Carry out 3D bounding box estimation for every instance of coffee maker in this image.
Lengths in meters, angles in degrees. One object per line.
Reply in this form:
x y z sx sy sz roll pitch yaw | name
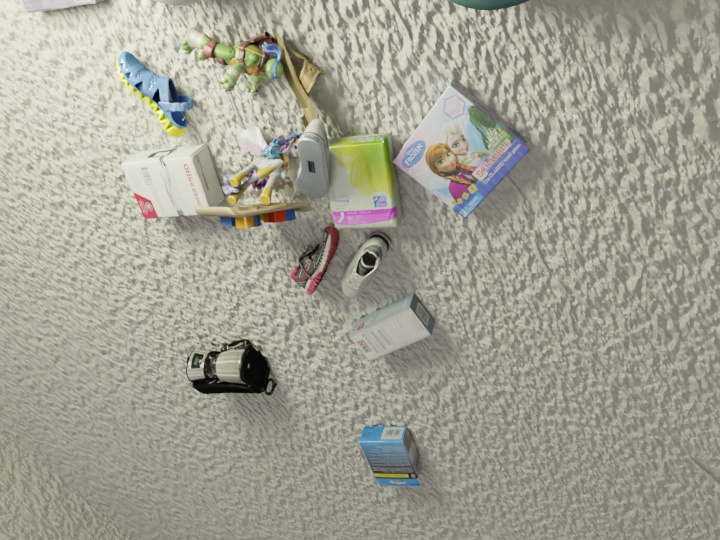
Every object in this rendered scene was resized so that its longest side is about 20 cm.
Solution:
-0.378 0.305 1.633 0.197 0.135 0.194 -5 122 22 | coffee maker

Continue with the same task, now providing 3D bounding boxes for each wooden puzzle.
-0.233 -0.121 1.226 0.184 0.198 0.047 9 104 50 | wooden puzzle

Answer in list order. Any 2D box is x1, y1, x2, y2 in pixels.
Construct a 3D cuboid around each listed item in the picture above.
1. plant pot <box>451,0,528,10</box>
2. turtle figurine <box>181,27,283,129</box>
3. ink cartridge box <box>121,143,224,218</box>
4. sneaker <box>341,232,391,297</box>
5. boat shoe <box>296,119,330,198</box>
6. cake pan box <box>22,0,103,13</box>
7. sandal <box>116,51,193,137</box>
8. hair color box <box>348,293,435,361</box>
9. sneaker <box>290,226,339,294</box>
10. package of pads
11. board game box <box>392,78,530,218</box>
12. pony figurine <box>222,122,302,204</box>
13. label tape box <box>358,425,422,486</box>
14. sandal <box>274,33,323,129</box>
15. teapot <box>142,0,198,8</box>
0.192 -0.495 0.882 0.201 0.201 0.134 50 152 -17 | plant pot
-0.256 -0.382 1.119 0.192 0.144 0.201 29 135 10 | turtle figurine
-0.441 -0.210 1.339 0.197 0.084 0.147 -1 122 19 | ink cartridge box
0.000 0.000 1.332 0.076 0.081 0.201 27 129 -2 | sneaker
-0.088 -0.221 1.139 0.073 0.066 0.201 18 154 0 | boat shoe
-0.627 -0.634 1.140 0.197 0.053 0.186 1 125 18 | cake pan box
-0.438 -0.394 1.225 0.086 0.080 0.200 -29 118 28 | sandal
0.077 0.146 1.415 0.199 0.061 0.099 -28 110 31 | hair color box
-0.111 -0.027 1.351 0.074 0.081 0.201 30 128 0 | sneaker
0.001 -0.188 1.211 0.152 0.068 0.203 0 120 19 | package of pads
0.198 -0.236 1.127 0.198 0.041 0.200 35 127 -6 | board game box
-0.206 -0.222 1.207 0.191 0.201 0.168 3 133 35 | pony figurine
0.096 0.556 1.684 0.141 0.066 0.202 -8 122 24 | label tape box
-0.103 -0.374 1.130 0.069 0.078 0.214 -22 98 -11 | sandal
-0.324 -0.560 1.027 0.200 0.198 0.146 43 180 32 | teapot
